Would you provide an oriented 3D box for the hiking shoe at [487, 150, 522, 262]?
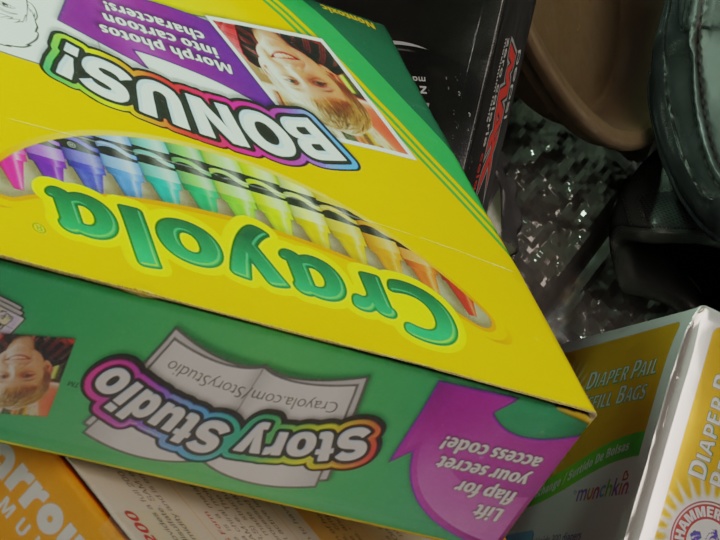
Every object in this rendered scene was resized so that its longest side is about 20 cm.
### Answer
[{"bbox_3d":[-0.012,-0.070,0.958,0.100,0.076,0.201,-11,83,-32],"label":"hiking shoe"}]

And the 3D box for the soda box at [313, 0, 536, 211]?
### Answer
[{"bbox_3d":[0.000,0.000,0.889,0.063,0.071,0.201,14,100,10],"label":"soda box"}]

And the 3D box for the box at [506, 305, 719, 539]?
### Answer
[{"bbox_3d":[0.156,0.102,0.974,0.199,0.112,0.102,25,72,-20],"label":"box"}]

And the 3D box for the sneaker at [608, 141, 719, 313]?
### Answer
[{"bbox_3d":[0.170,0.026,1.006,0.200,0.075,0.085,36,51,13],"label":"sneaker"}]

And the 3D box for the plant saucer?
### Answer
[{"bbox_3d":[0.066,-0.138,0.989,0.200,0.029,0.201,38,46,-55],"label":"plant saucer"}]

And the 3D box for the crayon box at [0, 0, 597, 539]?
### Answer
[{"bbox_3d":[-0.058,-0.022,0.725,0.199,0.058,0.173,15,31,-33],"label":"crayon box"}]

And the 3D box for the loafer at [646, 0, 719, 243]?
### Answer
[{"bbox_3d":[0.140,-0.095,0.997,0.068,0.071,0.201,11,52,-8],"label":"loafer"}]

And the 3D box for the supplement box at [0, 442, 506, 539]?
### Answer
[{"bbox_3d":[-0.029,0.094,0.754,0.126,0.074,0.200,48,18,23],"label":"supplement box"}]
